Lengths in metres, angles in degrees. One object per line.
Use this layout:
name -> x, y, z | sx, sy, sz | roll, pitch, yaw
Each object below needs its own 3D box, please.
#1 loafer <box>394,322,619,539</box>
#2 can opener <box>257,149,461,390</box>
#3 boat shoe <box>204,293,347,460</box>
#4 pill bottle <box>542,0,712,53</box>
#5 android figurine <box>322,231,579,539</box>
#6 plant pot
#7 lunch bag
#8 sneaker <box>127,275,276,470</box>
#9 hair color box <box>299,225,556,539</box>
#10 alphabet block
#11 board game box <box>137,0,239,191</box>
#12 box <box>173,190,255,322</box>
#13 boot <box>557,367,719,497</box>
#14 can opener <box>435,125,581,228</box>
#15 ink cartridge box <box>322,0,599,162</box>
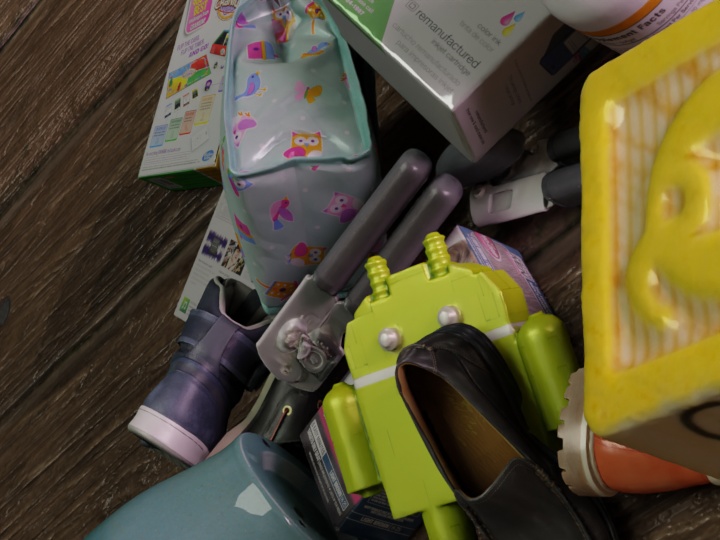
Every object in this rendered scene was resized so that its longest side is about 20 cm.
loafer -> 0.081, 0.126, 0.978 | 0.073, 0.072, 0.200 | -42, 76, 26
can opener -> 0.000, 0.000, 1.165 | 0.200, 0.053, 0.067 | -53, -1, 25
boat shoe -> -0.051, 0.109, 1.270 | 0.063, 0.074, 0.202 | 35, 92, 18
pill bottle -> 0.169, -0.175, 0.956 | 0.111, 0.199, 0.112 | -32, 47, 43
android figurine -> 0.057, 0.079, 1.052 | 0.181, 0.041, 0.201 | -19, 84, 31
plant pot -> -0.098, 0.221, 1.164 | 0.188, 0.200, 0.200 | -46, 36, 8
lunch bag -> -0.044, -0.098, 1.240 | 0.171, 0.121, 0.201 | 83, 178, -51
sneaker -> -0.112, 0.088, 1.325 | 0.147, 0.077, 0.202 | -61, -4, -13
hair color box -> 0.045, 0.080, 1.141 | 0.200, 0.060, 0.100 | -54, 36, 22
alphabet block -> 0.236, -0.011, 0.778 | 0.195, 0.199, 0.198 | -29, 49, 45
board game box -> -0.130, -0.178, 1.564 | 0.153, 0.040, 0.201 | -1, 72, 56
box -> -0.079, -0.032, 1.414 | 0.144, 0.036, 0.201 | 26, 95, 58
boot -> 0.184, 0.033, 0.966 | 0.107, 0.075, 0.201 | -5, 64, 37
can opener -> 0.127, -0.072, 1.098 | 0.199, 0.067, 0.054 | -15, 60, 52
ink cartridge box -> 0.092, -0.196, 1.098 | 0.200, 0.088, 0.145 | -42, 65, -3
